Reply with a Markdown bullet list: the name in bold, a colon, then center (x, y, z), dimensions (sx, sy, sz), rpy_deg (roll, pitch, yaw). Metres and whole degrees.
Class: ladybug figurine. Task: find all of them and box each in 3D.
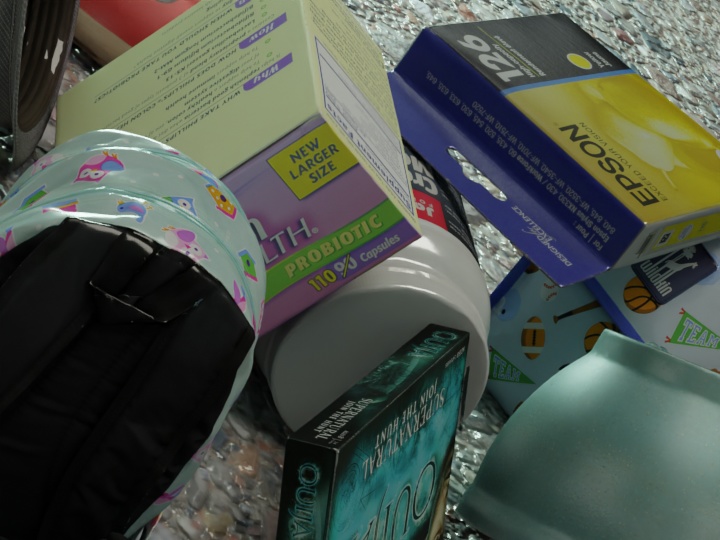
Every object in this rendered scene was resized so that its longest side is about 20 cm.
- **ladybug figurine**: center (-0.150, -0.184, 1.362), dimensions (0.200, 0.072, 0.136), rpy_deg (41, 24, -1)

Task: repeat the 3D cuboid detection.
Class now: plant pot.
- **plant pot**: center (0.172, 0.115, 1.166), dimensions (0.200, 0.135, 0.200), rpy_deg (22, 2, -1)

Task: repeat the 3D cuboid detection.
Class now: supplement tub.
- **supplement tub**: center (0.000, 0.000, 1.194), dimensions (0.140, 0.140, 0.200), rpy_deg (29, 27, -26)

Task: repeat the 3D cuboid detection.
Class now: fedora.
- **fedora**: center (-0.216, -0.153, 1.147), dimensions (0.090, 0.177, 0.200), rpy_deg (9, 31, 0)

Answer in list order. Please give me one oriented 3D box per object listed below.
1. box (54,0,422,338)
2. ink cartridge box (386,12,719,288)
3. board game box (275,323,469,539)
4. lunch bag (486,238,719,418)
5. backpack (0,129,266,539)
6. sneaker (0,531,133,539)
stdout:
- **box**: center (-0.073, -0.059, 1.118), dimensions (0.097, 0.176, 0.200), rpy_deg (49, 17, -31)
- **ink cartridge box**: center (0.123, -0.082, 1.235), dimensions (0.200, 0.047, 0.198), rpy_deg (-13, 50, -49)
- **board game box**: center (0.006, 0.118, 1.022), dimensions (0.028, 0.136, 0.200), rpy_deg (12, 18, 18)
- **lunch bag**: center (0.183, 0.040, 1.327), dimensions (0.124, 0.200, 0.170), rpy_deg (4, 44, -54)
- **backpack**: center (-0.129, 0.038, 0.866), dimensions (0.167, 0.200, 0.127), rpy_deg (31, 26, -21)
- **sneaker**: center (-0.099, 0.162, 0.819), dimensions (0.199, 0.089, 0.079), rpy_deg (27, 29, -16)
